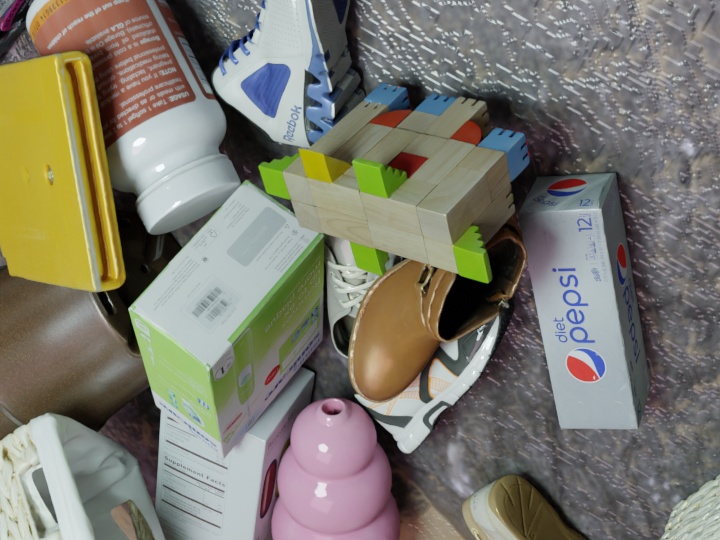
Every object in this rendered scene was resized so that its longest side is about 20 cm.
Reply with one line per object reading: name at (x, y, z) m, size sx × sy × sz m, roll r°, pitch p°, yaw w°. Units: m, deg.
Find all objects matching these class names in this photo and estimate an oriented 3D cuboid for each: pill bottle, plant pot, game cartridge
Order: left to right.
game cartridge at (-0.253, -0.078, 1.008) m, size 0.199 × 0.032 × 0.179 m, roll 8°, pitch 108°, yaw 56°
plant pot at (-0.260, 0.056, 1.169) m, size 0.197 × 0.201 × 0.201 m, roll -29°, pitch 105°, yaw 30°
pill bottle at (-0.177, -0.137, 1.010) m, size 0.112 × 0.112 × 0.202 m, roll -33°, pitch 82°, yaw 38°

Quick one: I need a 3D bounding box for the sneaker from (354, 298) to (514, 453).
sneaker at (0.060, 0.079, 1.088) m, size 0.080 × 0.074 × 0.201 m, roll 38°, pitch 129°, yaw 2°

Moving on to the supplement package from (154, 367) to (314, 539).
supplement package at (-0.124, 0.184, 1.220) m, size 0.108 × 0.114 × 0.202 m, roll 20°, pitch 128°, yaw 14°

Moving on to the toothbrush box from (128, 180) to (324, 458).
toothbrush box at (-0.104, 0.046, 1.050) m, size 0.086 × 0.146 × 0.201 m, roll 35°, pitch 156°, yaw 13°

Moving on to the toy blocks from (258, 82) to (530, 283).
toy blocks at (0.045, -0.075, 0.923) m, size 0.198 × 0.137 × 0.101 m, roll 17°, pitch 138°, yaw 37°

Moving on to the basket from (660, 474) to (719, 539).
basket at (0.349, 0.251, 0.993) m, size 0.199 × 0.161 × 0.199 m, roll 39°, pitch 129°, yaw -2°

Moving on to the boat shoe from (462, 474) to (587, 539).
boat shoe at (0.168, 0.272, 1.163) m, size 0.201 × 0.074 × 0.069 m, roll 53°, pitch 139°, yaw -10°

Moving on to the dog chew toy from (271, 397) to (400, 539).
dog chew toy at (-0.023, 0.201, 1.169) m, size 0.123 × 0.125 × 0.202 m, roll 14°, pitch 129°, yaw 18°

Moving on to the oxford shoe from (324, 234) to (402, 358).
oxford shoe at (0.000, 0.000, 1.054) m, size 0.074 × 0.058 × 0.202 m, roll 4°, pitch 133°, yaw 9°

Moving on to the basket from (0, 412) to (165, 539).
basket at (-0.269, 0.228, 1.129) m, size 0.122 × 0.200 × 0.137 m, roll -26°, pitch 68°, yaw 4°

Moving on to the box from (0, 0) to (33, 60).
box at (-0.338, -0.249, 1.054) m, size 0.132 × 0.115 × 0.200 m, roll 46°, pitch 130°, yaw -6°

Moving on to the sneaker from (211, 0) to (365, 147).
sneaker at (-0.066, -0.176, 0.985) m, size 0.114 × 0.081 × 0.202 m, roll 6°, pitch 124°, yaw 21°

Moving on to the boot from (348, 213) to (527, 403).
boot at (0.059, 0.036, 0.965) m, size 0.076 × 0.155 × 0.201 m, roll 35°, pitch 99°, yaw -14°

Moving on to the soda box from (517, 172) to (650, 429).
soda box at (0.179, 0.027, 0.999) m, size 0.067 × 0.064 × 0.202 m, roll -2°, pitch 119°, yaw 26°
